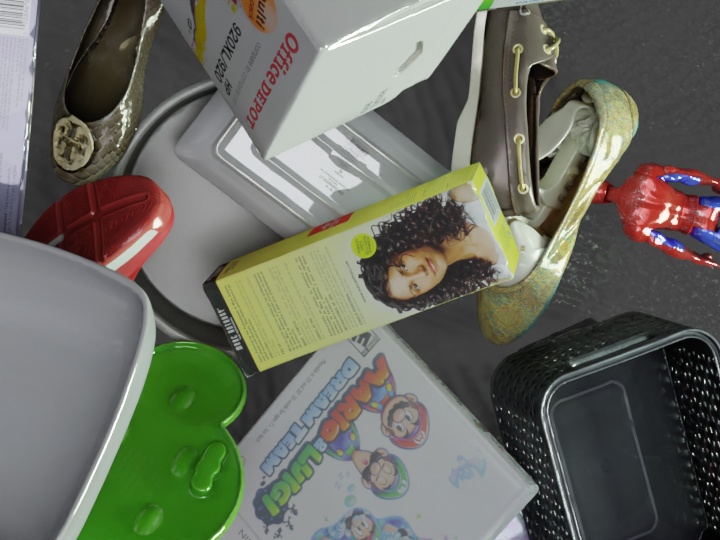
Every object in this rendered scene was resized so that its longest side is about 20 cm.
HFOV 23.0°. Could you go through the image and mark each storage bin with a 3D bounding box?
[{"bbox_3d":[0.183,0.142,1.197,0.135,0.094,0.201,-19,100,-14],"label":"storage bin"}]

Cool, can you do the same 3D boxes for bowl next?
[{"bbox_3d":[-0.230,0.082,1.085,0.199,0.075,0.201,16,73,17],"label":"bowl"}]

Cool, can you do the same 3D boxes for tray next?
[{"bbox_3d":[-0.018,-0.062,1.203,0.200,0.022,0.108,37,94,-13],"label":"tray"}]

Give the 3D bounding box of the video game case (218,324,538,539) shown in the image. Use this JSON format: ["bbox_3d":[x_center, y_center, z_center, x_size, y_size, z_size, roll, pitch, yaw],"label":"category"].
[{"bbox_3d":[-0.003,0.155,1.217,0.182,0.024,0.200,47,106,23],"label":"video game case"}]

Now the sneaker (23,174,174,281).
[{"bbox_3d":[-0.176,0.017,1.191,0.200,0.079,0.115,-30,138,27],"label":"sneaker"}]

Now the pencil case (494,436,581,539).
[{"bbox_3d":[0.062,0.197,1.274,0.199,0.083,0.091,-31,89,-1],"label":"pencil case"}]

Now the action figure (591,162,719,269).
[{"bbox_3d":[0.255,-0.035,1.272,0.199,0.052,0.066,15,93,-6],"label":"action figure"}]

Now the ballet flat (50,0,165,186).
[{"bbox_3d":[-0.163,-0.152,1.179,0.067,0.046,0.201,27,95,23],"label":"ballet flat"}]

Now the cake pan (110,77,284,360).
[{"bbox_3d":[-0.077,-0.039,1.230,0.199,0.037,0.201,-1,101,-7],"label":"cake pan"}]

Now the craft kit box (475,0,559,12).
[{"bbox_3d":[0.126,-0.278,1.173,0.196,0.049,0.201,-8,81,-9],"label":"craft kit box"}]

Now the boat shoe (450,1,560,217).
[{"bbox_3d":[0.104,-0.135,1.197,0.059,0.072,0.201,7,80,14],"label":"boat shoe"}]

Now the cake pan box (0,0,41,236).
[{"bbox_3d":[-0.309,-0.126,1.174,0.183,0.052,0.201,4,101,-11],"label":"cake pan box"}]

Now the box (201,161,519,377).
[{"bbox_3d":[0.000,0.000,1.172,0.199,0.050,0.076,-22,104,18],"label":"box"}]

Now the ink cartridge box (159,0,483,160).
[{"bbox_3d":[-0.039,-0.204,1.093,0.144,0.147,0.200,-29,79,-26],"label":"ink cartridge box"}]

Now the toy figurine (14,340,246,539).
[{"bbox_3d":[-0.151,0.177,1.212,0.149,0.200,0.185,20,136,10],"label":"toy figurine"}]

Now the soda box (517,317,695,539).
[{"bbox_3d":[0.183,0.140,1.284,0.063,0.071,0.201,-23,103,-7],"label":"soda box"}]

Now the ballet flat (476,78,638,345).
[{"bbox_3d":[0.124,-0.046,1.238,0.070,0.071,0.201,29,93,-12],"label":"ballet flat"}]
